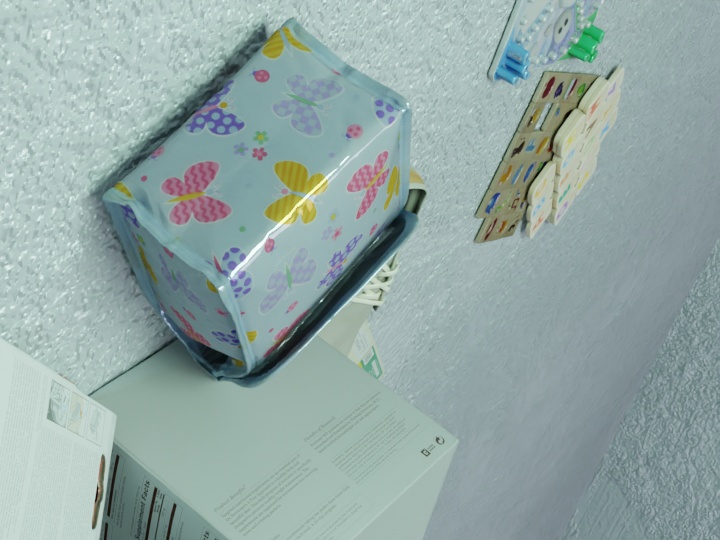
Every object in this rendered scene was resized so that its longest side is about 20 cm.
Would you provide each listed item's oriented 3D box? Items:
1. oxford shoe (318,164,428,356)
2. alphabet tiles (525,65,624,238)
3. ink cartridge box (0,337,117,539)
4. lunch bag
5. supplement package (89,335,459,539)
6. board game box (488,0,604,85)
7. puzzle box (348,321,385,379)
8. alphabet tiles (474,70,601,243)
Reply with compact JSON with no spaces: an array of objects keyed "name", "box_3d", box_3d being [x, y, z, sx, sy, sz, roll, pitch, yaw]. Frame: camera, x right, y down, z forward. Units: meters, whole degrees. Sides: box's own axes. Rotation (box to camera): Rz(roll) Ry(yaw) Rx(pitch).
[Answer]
[{"name":"oxford shoe","box_3d":[0.000,0.000,0.958,0.075,0.058,0.201,0,116,-48]},{"name":"alphabet tiles","box_3d":[0.250,-0.134,1.372,0.196,0.015,0.200,-52,160,-17]},{"name":"ink cartridge box","box_3d":[-0.200,0.106,0.658,0.200,0.050,0.110,61,31,-66]},{"name":"lunch bag","box_3d":[-0.051,-0.025,0.760,0.170,0.127,0.200,-46,162,-20]},{"name":"supplement package","box_3d":[-0.074,0.158,0.854,0.191,0.199,0.148,-33,149,-44]},{"name":"board game box","box_3d":[0.206,-0.272,1.091,0.199,0.026,0.201,-25,141,-53]},{"name":"puzzle box","box_3d":[-0.038,0.103,1.086,0.133,0.025,0.200,-51,157,-15]},{"name":"alphabet tiles","box_3d":[0.186,-0.121,1.280,0.167,0.008,0.201,-14,133,-60]}]
